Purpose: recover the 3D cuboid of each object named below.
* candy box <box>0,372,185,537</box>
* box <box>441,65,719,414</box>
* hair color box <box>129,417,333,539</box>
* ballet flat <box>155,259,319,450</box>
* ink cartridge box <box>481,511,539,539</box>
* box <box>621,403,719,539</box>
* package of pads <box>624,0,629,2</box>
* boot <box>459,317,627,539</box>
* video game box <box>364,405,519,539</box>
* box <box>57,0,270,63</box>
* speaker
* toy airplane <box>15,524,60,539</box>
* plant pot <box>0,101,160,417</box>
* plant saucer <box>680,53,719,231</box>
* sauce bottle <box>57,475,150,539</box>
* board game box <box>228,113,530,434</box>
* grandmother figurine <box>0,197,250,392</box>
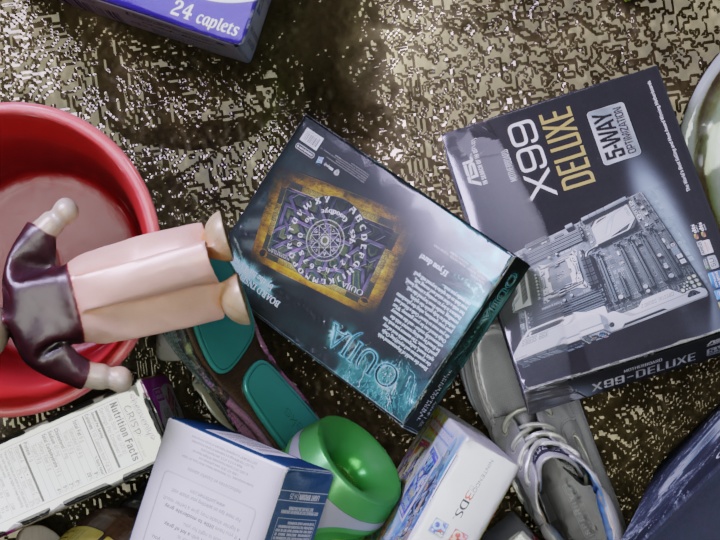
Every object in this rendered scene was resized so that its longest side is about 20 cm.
[{"bbox_3d":[-0.217,0.135,1.486,0.199,0.136,0.061,-23,88,0],"label":"candy box"},{"bbox_3d":[0.156,-0.022,1.486,0.157,0.050,0.201,-16,65,1],"label":"box"},{"bbox_3d":[-0.099,0.204,1.398,0.100,0.060,0.201,20,92,33],"label":"hair color box"},{"bbox_3d":[-0.093,0.062,1.492,0.201,0.071,0.069,58,46,-24],"label":"ballet flat"},{"bbox_3d":[0.139,0.263,1.467,0.083,0.145,0.200,-42,88,0],"label":"ink cartridge box"},{"bbox_3d":[0.273,0.135,1.408,0.117,0.200,0.197,41,115,2],"label":"box"},{"bbox_3d":[0.181,-0.303,1.517,0.154,0.068,0.200,-36,87,-1],"label":"package of pads"},{"bbox_3d":[0.127,0.115,1.495,0.073,0.096,0.201,-29,88,1],"label":"boot"},{"bbox_3d":[0.030,0.184,1.446,0.047,0.200,0.183,28,91,-4],"label":"video game box"},{"bbox_3d":[-0.131,-0.267,1.507,0.183,0.105,0.201,18,89,1],"label":"box"},{"bbox_3d":[-0.064,0.186,1.474,0.088,0.088,0.200,46,115,2],"label":"speaker"},{"bbox_3d":[-0.219,0.301,1.478,0.200,0.141,0.199,42,78,11],"label":"toy airplane"},{"bbox_3d":[-0.220,-0.005,1.468,0.199,0.177,0.202,0,89,1],"label":"plant pot"},{"bbox_3d":[0.298,-0.073,1.477,0.050,0.200,0.202,9,89,-40],"label":"plant saucer"},{"bbox_3d":[-0.177,0.200,1.463,0.064,0.200,0.065,16,124,26],"label":"sauce bottle"},{"bbox_3d":[0.000,0.000,1.489,0.200,0.028,0.136,36,94,31],"label":"board game box"},{"bbox_3d":[-0.173,0.017,1.350,0.199,0.061,0.122,-16,80,-1],"label":"grandmother figurine"}]
